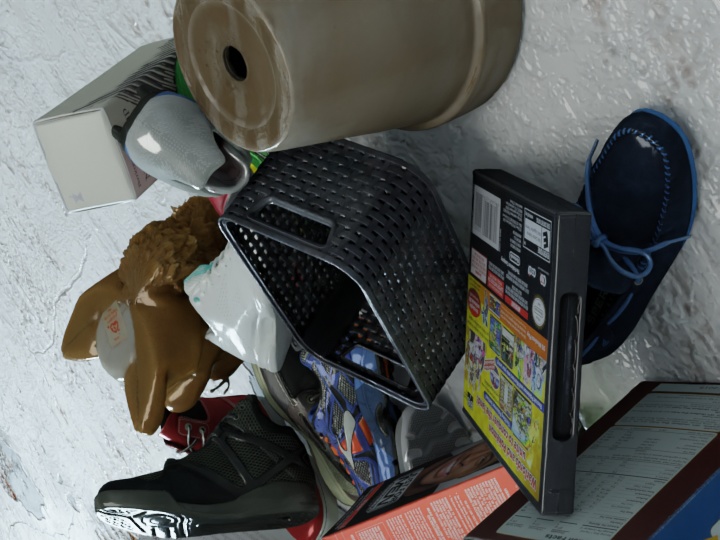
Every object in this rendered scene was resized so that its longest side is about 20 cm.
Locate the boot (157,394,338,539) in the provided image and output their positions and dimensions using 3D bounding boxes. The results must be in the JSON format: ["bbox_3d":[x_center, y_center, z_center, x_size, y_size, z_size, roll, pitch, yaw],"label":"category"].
[{"bbox_3d":[-0.117,0.189,1.202,0.200,0.144,0.073,47,115,43],"label":"boot"}]

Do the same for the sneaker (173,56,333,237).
[{"bbox_3d":[-0.070,-0.121,1.021,0.200,0.078,0.085,45,138,3],"label":"sneaker"}]

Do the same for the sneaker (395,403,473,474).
[{"bbox_3d":[0.063,0.207,1.092,0.082,0.074,0.202,8,119,54],"label":"sneaker"}]

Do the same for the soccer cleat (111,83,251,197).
[{"bbox_3d":[-0.112,-0.083,0.902,0.086,0.200,0.070,36,99,5],"label":"soccer cleat"}]

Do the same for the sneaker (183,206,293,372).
[{"bbox_3d":[-0.102,0.007,1.021,0.088,0.076,0.201,14,137,9],"label":"sneaker"}]

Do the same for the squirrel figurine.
[{"bbox_3d":[-0.150,0.034,1.164,0.141,0.186,0.202,29,108,37],"label":"squirrel figurine"}]

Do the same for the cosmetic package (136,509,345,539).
[{"bbox_3d":[-0.120,0.337,1.311,0.164,0.199,0.166,25,134,37],"label":"cosmetic package"}]

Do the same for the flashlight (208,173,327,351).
[{"bbox_3d":[-0.077,-0.030,1.101,0.201,0.068,0.068,58,165,-6],"label":"flashlight"}]

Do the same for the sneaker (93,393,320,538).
[{"bbox_3d":[-0.140,0.177,1.129,0.076,0.198,0.115,105,159,-58],"label":"sneaker"}]

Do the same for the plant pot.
[{"bbox_3d":[-0.021,-0.166,0.826,0.199,0.173,0.201,30,136,34],"label":"plant pot"}]

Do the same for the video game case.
[{"bbox_3d":[0.104,0.036,0.817,0.200,0.025,0.182,-128,39,-75],"label":"video game case"}]

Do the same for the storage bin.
[{"bbox_3d":[0.000,0.000,0.926,0.135,0.094,0.200,23,156,33],"label":"storage bin"}]

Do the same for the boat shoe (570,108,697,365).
[{"bbox_3d":[0.164,-0.006,0.805,0.084,0.068,0.201,32,138,32],"label":"boat shoe"}]

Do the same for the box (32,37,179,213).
[{"bbox_3d":[-0.183,-0.126,1.031,0.068,0.200,0.083,-8,115,21],"label":"box"}]

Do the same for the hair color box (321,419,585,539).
[{"bbox_3d":[0.078,0.178,0.959,0.199,0.101,0.062,-27,94,27],"label":"hair color box"}]

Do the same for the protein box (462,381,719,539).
[{"bbox_3d":[0.206,0.206,0.800,0.134,0.199,0.200,-5,112,53],"label":"protein box"}]

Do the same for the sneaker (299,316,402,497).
[{"bbox_3d":[-0.005,0.135,1.100,0.078,0.075,0.202,-5,107,12],"label":"sneaker"}]

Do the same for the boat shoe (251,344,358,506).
[{"bbox_3d":[-0.028,0.129,1.158,0.066,0.072,0.202,-16,108,49],"label":"boat shoe"}]
